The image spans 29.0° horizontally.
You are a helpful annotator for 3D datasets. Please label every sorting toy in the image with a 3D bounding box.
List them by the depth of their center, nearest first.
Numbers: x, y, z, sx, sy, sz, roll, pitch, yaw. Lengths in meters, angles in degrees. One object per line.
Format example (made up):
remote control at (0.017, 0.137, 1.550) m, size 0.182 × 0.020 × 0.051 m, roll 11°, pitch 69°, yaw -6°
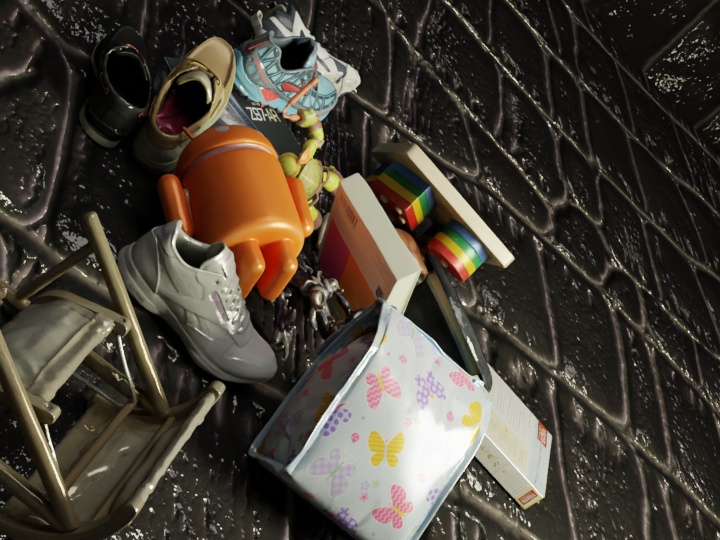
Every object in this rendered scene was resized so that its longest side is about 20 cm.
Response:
sorting toy at (0.088, -0.072, 1.844) m, size 0.200 × 0.070 × 0.199 m, roll 48°, pitch -6°, yaw -12°

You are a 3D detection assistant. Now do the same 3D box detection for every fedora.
fedora at (0.084, 0.077, 1.660) m, size 0.201 × 0.091 × 0.202 m, roll -25°, pitch 90°, yaw -89°

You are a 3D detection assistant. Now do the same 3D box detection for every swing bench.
swing bench at (-0.236, 0.095, 1.103) m, size 0.201 × 0.129 × 0.199 m, roll 55°, pitch 24°, yaw -10°

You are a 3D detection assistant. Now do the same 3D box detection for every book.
book at (0.000, 0.000, 1.565) m, size 0.048 × 0.201 × 0.134 m, roll -23°, pitch 69°, yaw -22°

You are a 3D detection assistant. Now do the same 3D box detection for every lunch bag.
lunch bag at (0.018, 0.154, 1.371) m, size 0.169 × 0.201 × 0.127 m, roll 40°, pitch -11°, yaw -23°

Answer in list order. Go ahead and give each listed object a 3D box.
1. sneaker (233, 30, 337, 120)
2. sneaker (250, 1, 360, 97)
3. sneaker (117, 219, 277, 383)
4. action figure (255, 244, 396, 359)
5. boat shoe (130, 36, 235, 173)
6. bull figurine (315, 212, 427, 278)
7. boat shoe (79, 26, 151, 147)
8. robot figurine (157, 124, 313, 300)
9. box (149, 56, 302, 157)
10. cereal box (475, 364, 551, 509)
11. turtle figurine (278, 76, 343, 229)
sneaker at (-0.077, -0.242, 1.723) m, size 0.199 × 0.095 × 0.080 m, roll 9°, pitch 50°, yaw -56°
sneaker at (-0.083, -0.309, 1.919) m, size 0.198 × 0.079 × 0.131 m, roll -3°, pitch 68°, yaw -49°
sneaker at (-0.144, 0.034, 1.364) m, size 0.200 × 0.099 × 0.075 m, roll 44°, pitch 26°, yaw -22°
action figure at (-0.059, 0.039, 1.505) m, size 0.199 × 0.103 × 0.118 m, roll 28°, pitch 36°, yaw 28°
boat shoe at (-0.184, -0.193, 1.536) m, size 0.074 × 0.066 × 0.201 m, roll 30°, pitch 53°, yaw -10°
bull figurine at (0.023, -0.017, 1.756) m, size 0.199 × 0.065 × 0.122 m, roll 3°, pitch 56°, yaw -58°
boat shoe at (-0.257, -0.213, 1.523) m, size 0.073 × 0.063 × 0.202 m, roll 36°, pitch 29°, yaw -24°
robot figurine at (-0.129, -0.067, 1.446) m, size 0.117 × 0.142 × 0.202 m, roll 68°, pitch 2°, yaw -62°
box at (-0.155, -0.171, 1.665) m, size 0.199 × 0.043 × 0.161 m, roll -4°, pitch 62°, yaw -61°
cereal box at (0.166, 0.189, 1.771) m, size 0.200 × 0.039 × 0.144 m, roll 49°, pitch 26°, yaw -12°
turtle figurine at (-0.063, -0.114, 1.631) m, size 0.064 × 0.202 × 0.161 m, roll 18°, pitch -7°, yaw 19°
